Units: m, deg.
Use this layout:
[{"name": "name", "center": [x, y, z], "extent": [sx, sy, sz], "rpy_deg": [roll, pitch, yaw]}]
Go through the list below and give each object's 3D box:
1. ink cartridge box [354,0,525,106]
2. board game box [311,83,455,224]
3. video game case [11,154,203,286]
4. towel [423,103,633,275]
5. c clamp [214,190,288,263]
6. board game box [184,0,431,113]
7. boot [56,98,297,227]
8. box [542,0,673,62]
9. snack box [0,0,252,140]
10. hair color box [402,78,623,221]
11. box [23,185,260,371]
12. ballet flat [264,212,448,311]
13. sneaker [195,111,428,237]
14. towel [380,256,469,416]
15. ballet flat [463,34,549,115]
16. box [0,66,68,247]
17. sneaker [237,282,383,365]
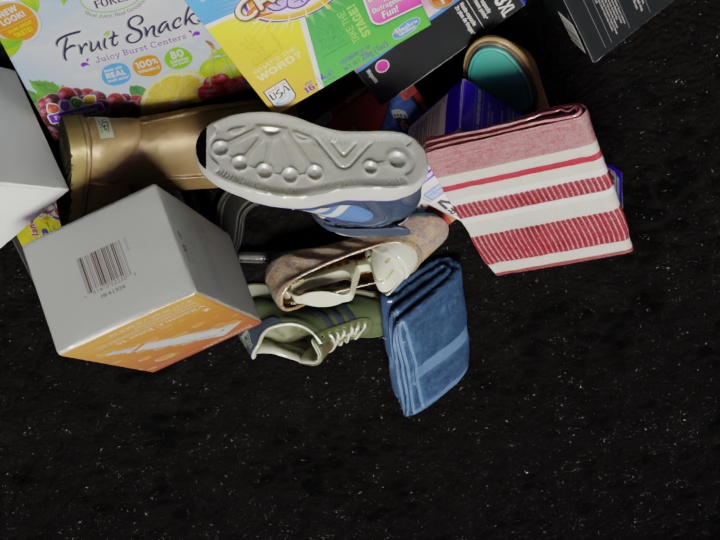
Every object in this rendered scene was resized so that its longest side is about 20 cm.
[{"name": "ink cartridge box", "center": [0.071, -0.235, 0.847], "extent": [0.199, 0.037, 0.095], "rpy_deg": [-35, 131, 11]}, {"name": "board game box", "center": [0.045, -0.109, 0.985], "extent": [0.103, 0.020, 0.200], "rpy_deg": [-35, 134, 11]}, {"name": "video game case", "center": [-0.243, -0.032, 0.974], "extent": [0.179, 0.026, 0.201], "rpy_deg": [-14, 129, -1]}, {"name": "towel", "center": [0.155, -0.066, 0.887], "extent": [0.143, 0.023, 0.200], "rpy_deg": [-9, 143, 23]}, {"name": "c clamp", "center": [-0.079, -0.033, 1.040], "extent": [0.198, 0.027, 0.172], "rpy_deg": [-3, 130, -10]}, {"name": "board game box", "center": [-0.048, -0.218, 0.735], "extent": [0.152, 0.041, 0.200], "rpy_deg": [-29, 149, 8]}, {"name": "boot", "center": [-0.167, -0.082, 0.890], "extent": [0.198, 0.067, 0.175], "rpy_deg": [-9, 154, -25]}, {"name": "box", "center": [0.192, -0.291, 0.786], "extent": [0.141, 0.079, 0.200], "rpy_deg": [-35, 134, 8]}, {"name": "snack box", "center": [-0.185, -0.198, 0.814], "extent": [0.198, 0.053, 0.143], "rpy_deg": [-15, 137, 0]}, {"name": "hair color box", "center": [0.140, -0.087, 0.936], "extent": [0.199, 0.065, 0.109], "rpy_deg": [23, 145, -25]}, {"name": "box", "center": [-0.183, 0.015, 0.873], "extent": [0.124, 0.098, 0.200], "rpy_deg": [-24, 168, 5]}, {"name": "ballet flat", "center": [0.000, 0.000, 1.016], "extent": [0.198, 0.068, 0.068], "rpy_deg": [-17, 136, 7]}, {"name": "sneaker", "center": [-0.045, -0.070, 0.866], "extent": [0.198, 0.081, 0.147], "rpy_deg": [2, 162, -10]}, {"name": "towel", "center": [0.081, 0.081, 1.156], "extent": [0.111, 0.048, 0.201], "rpy_deg": [-34, 140, -20]}, {"name": "ballet flat", "center": [0.144, -0.164, 0.933], "extent": [0.068, 0.063, 0.200], "rpy_deg": [3, 149, 24]}, {"name": "box", "center": [-0.362, -0.068, 0.825], "extent": [0.199, 0.125, 0.097], "rpy_deg": [-33, 166, 23]}, {"name": "sneaker", "center": [-0.045, 0.071, 1.104], "extent": [0.198, 0.090, 0.067], "rpy_deg": [6, 133, -21]}]
